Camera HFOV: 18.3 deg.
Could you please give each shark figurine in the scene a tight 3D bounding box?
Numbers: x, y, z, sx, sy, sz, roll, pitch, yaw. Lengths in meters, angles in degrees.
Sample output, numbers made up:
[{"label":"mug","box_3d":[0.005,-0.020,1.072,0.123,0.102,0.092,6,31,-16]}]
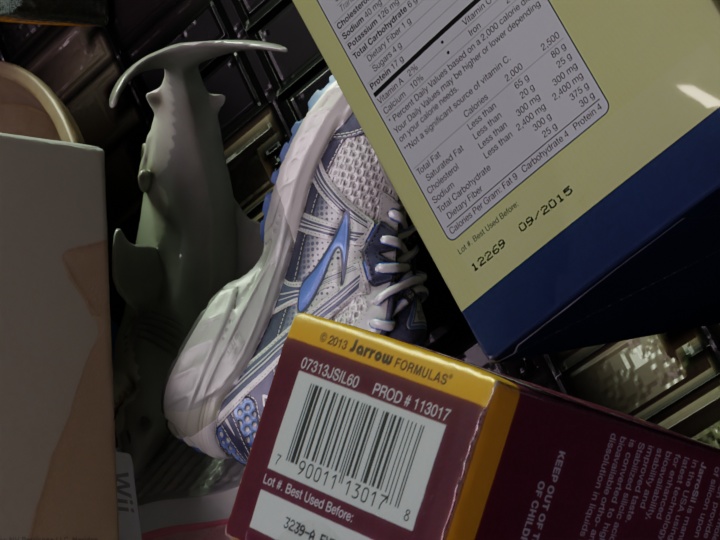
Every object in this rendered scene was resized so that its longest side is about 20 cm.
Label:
[{"label":"shark figurine","box_3d":[-0.062,-0.027,0.982,0.089,0.128,0.216,9,121,1]}]

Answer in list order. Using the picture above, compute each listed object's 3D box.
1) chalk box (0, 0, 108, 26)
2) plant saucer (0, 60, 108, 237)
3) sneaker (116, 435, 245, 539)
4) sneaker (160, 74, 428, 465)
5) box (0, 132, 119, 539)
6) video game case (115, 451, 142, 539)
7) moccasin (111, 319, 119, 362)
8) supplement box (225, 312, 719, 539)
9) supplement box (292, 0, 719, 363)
[{"label":"chalk box","box_3d":[-0.199,-0.219,1.055,0.123,0.124,0.202,5,95,37]},{"label":"plant saucer","box_3d":[-0.176,0.005,1.017,0.199,0.029,0.202,-13,71,45]},{"label":"sneaker","box_3d":[-0.070,0.126,1.018,0.199,0.076,0.105,-22,118,15]},{"label":"sneaker","box_3d":[0.000,0.000,0.938,0.085,0.077,0.201,29,97,22]},{"label":"box","box_3d":[-0.155,0.051,0.904,0.095,0.077,0.201,-12,76,46]},{"label":"video game case","box_3d":[-0.131,0.193,0.926,0.143,0.018,0.201,-32,58,38]},{"label":"moccasin","box_3d":[-0.180,0.030,1.093,0.200,0.080,0.069,31,99,46]},{"label":"supplement box","box_3d":[0.067,0.088,0.800,0.110,0.199,0.086,18,89,49]},{"label":"supplement box","box_3d":[0.096,-0.095,0.783,0.134,0.199,0.201,-39,71,32]}]
